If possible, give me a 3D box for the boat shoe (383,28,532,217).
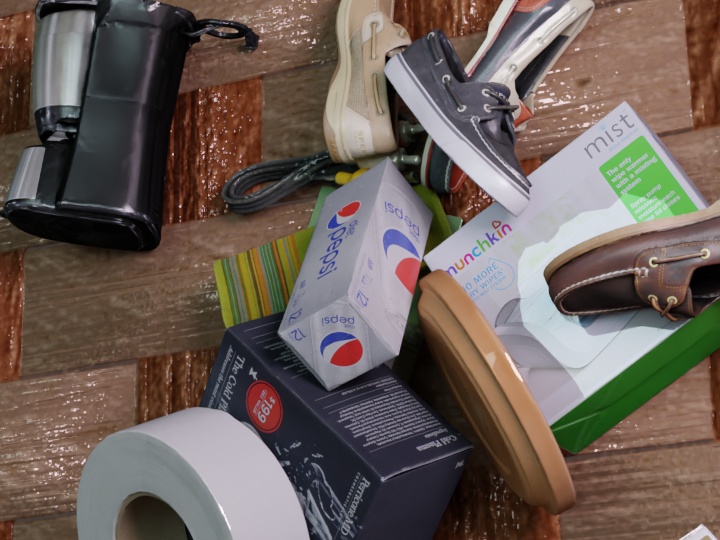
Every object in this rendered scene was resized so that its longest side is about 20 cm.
[{"bbox_3d":[0.086,-0.120,1.484,0.066,0.070,0.200,-44,41,10],"label":"boat shoe"}]

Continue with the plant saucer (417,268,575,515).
[{"bbox_3d":[0.094,0.093,1.429,0.032,0.201,0.201,-28,62,-6],"label":"plant saucer"}]

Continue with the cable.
[{"bbox_3d":[-0.028,-0.095,1.630,0.199,0.050,0.098,1,58,28],"label":"cable"}]

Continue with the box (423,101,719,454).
[{"bbox_3d":[0.182,0.007,1.475,0.200,0.097,0.177,-37,64,11],"label":"box"}]

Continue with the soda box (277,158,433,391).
[{"bbox_3d":[0.000,0.000,1.463,0.068,0.064,0.200,-30,23,26],"label":"soda box"}]

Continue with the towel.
[{"bbox_3d":[-0.024,-0.011,1.586,0.199,0.018,0.086,-22,50,4],"label":"towel"}]

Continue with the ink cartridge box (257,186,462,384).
[{"bbox_3d":[-0.014,0.032,1.589,0.145,0.048,0.201,14,83,29],"label":"ink cartridge box"}]

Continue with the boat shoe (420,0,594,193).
[{"bbox_3d":[0.116,-0.146,1.570,0.062,0.071,0.201,30,92,17],"label":"boat shoe"}]

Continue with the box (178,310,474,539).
[{"bbox_3d":[-0.038,0.162,1.475,0.182,0.104,0.201,41,126,29],"label":"box"}]

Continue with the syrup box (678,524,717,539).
[{"bbox_3d":[0.273,0.282,1.340,0.081,0.079,0.200,-36,61,-11],"label":"syrup box"}]

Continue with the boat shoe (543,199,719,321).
[{"bbox_3d":[0.227,-0.002,1.361,0.199,0.070,0.071,-19,64,19],"label":"boat shoe"}]

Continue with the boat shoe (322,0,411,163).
[{"bbox_3d":[0.016,-0.172,1.611,0.064,0.071,0.201,-4,55,17],"label":"boat shoe"}]

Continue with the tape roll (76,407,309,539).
[{"bbox_3d":[-0.125,0.207,1.448,0.202,0.071,0.204,16,113,42],"label":"tape roll"}]

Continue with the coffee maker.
[{"bbox_3d":[-0.204,-0.127,1.679,0.191,0.135,0.201,-2,74,24],"label":"coffee maker"}]
